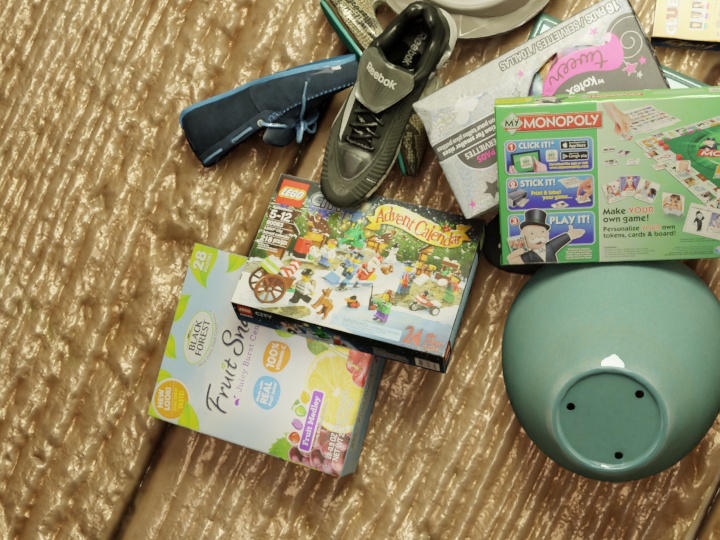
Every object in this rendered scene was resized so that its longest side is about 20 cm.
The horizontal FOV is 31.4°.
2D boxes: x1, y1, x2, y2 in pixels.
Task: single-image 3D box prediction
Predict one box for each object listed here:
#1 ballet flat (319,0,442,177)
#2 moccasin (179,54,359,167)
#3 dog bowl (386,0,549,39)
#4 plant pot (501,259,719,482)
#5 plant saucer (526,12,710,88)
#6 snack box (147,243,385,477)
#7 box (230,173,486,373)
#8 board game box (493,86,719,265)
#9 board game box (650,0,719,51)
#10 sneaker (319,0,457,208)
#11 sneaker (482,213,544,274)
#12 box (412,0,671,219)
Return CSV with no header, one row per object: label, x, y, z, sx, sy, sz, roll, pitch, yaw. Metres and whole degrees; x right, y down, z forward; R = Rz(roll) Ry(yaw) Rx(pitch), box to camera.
ballet flat,0.032,-0.190,1.194,0.074,0.068,0.202,-25,77,-1
moccasin,-0.078,-0.149,1.210,0.198,0.080,0.069,-15,96,34
dog bowl,0.106,-0.308,1.184,0.197,0.059,0.204,-1,86,13
plant pot,0.209,0.094,1.056,0.197,0.135,0.203,4,111,12
plant saucer,0.237,-0.167,1.163,0.198,0.019,0.071,27,93,13
snack box,-0.080,0.083,1.196,0.197,0.068,0.171,14,88,16
box,0.000,0.000,1.139,0.197,0.038,0.138,13,65,14
board game box,0.209,-0.075,1.027,0.197,0.029,0.137,-1,110,9
board game box,0.338,-0.298,1.139,0.133,0.035,0.203,8,88,14
sneaker,0.017,-0.150,1.108,0.066,0.090,0.202,30,90,11
sneaker,0.199,-0.041,1.129,0.197,0.088,0.075,-9,85,14
box,0.165,-0.137,1.105,0.198,0.132,0.116,-27,88,17
